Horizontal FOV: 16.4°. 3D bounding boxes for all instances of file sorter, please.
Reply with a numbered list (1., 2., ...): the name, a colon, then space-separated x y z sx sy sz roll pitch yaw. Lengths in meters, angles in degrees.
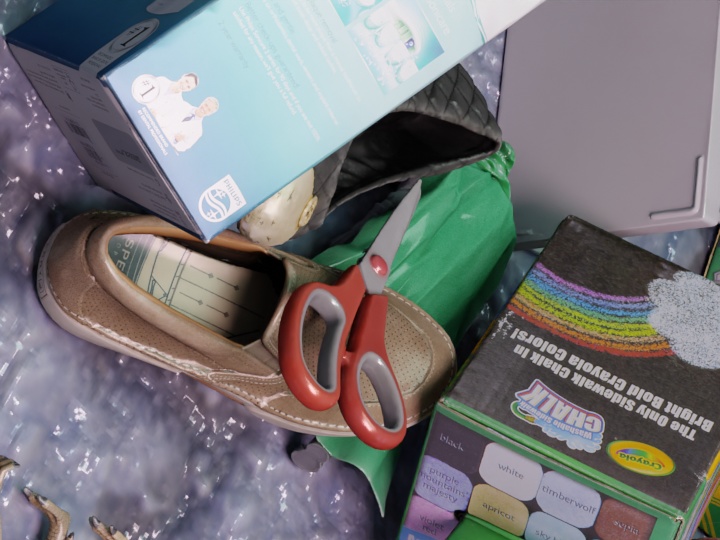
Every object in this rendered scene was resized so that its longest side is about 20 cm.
1. file sorter: 0.164 -0.099 1.294 0.125 0.139 0.200 21 70 -44

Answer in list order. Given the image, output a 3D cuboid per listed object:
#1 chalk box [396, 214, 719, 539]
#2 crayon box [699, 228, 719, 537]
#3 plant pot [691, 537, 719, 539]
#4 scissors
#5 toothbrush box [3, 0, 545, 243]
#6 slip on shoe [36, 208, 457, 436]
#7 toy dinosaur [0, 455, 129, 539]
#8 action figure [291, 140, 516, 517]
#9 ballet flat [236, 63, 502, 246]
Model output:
1. chalk box: 0.098 0.095 1.159 0.200 0.125 0.124 -52 163 -44
2. crayon box: 0.254 0.072 1.413 0.173 0.058 0.200 41 57 -32
3. plant pot: 0.193 0.271 1.243 0.201 0.201 0.195 49 61 -29
4. scissors: 0.000 0.000 1.090 0.073 0.014 0.200 40 33 -24
5. toothbrush box: -0.030 -0.112 1.047 0.200 0.146 0.085 -37 113 -13
6. slip on shoe: -0.040 0.020 1.088 0.200 0.061 0.076 22 68 -22
7. toy dinosaur: -0.143 0.142 1.026 0.200 0.058 0.101 39 73 -25
8. action figure: 0.021 0.006 1.194 0.118 0.055 0.200 54 55 -23
9. ballet flat: 0.007 -0.054 1.117 0.057 0.066 0.200 38 33 12
